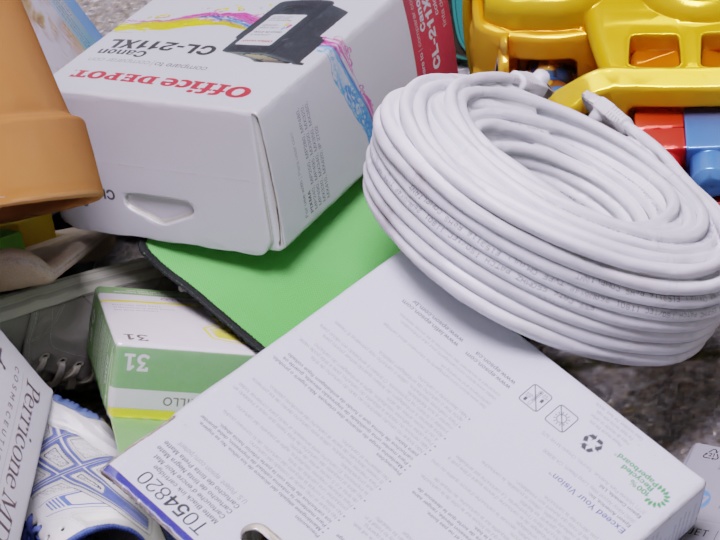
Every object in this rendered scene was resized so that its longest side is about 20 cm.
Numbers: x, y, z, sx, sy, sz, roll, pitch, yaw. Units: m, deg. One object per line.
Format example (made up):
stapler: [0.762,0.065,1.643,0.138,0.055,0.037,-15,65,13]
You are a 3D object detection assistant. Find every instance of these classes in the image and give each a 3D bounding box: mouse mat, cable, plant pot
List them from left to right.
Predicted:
plant pot: [-0.237,-0.086,1.239,0.199,0.141,0.200,-11,1,0]
mouse mat: [0.000,0.000,1.286,0.160,0.008,0.200,-25,41,-27]
cable: [0.092,-0.028,1.233,0.199,0.069,0.200,3,31,-44]

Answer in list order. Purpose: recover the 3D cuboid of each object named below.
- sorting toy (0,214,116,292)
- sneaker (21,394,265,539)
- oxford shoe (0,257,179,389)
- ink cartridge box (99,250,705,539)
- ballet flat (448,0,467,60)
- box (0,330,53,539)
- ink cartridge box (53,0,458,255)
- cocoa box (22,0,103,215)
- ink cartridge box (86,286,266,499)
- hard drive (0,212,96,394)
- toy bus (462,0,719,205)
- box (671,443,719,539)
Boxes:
sorting toy: [-0.237,-0.002,1.345,0.184,0.037,0.200,-10,4,7]
sneaker: [-0.148,0.119,1.255,0.199,0.076,0.088,9,42,31]
oxford shoe: [-0.170,0.038,1.342,0.199,0.058,0.075,-15,-3,-44]
ink cartridge box: [0.019,0.103,1.134,0.200,0.041,0.199,-34,58,-28]
ballet flat: [0.060,-0.168,1.594,0.199,0.068,0.070,-1,22,14]
box: [-0.275,0.114,1.197,0.199,0.131,0.200,-16,43,22]
ink cartridge box: [-0.058,-0.098,1.353,0.145,0.083,0.200,8,33,29]
cocoa box: [-0.243,-0.126,1.436,0.131,0.200,0.134,-26,30,19]
ink cartridge box: [-0.055,0.061,1.248,0.145,0.048,0.200,4,15,-13]
hard drive: [-0.229,0.010,1.472,0.139,0.033,0.200,-6,36,12]
toy bus: [0.152,-0.093,1.404,0.199,0.136,0.193,0,50,8]
box: [0.184,0.165,1.106,0.155,0.041,0.200,9,42,28]
